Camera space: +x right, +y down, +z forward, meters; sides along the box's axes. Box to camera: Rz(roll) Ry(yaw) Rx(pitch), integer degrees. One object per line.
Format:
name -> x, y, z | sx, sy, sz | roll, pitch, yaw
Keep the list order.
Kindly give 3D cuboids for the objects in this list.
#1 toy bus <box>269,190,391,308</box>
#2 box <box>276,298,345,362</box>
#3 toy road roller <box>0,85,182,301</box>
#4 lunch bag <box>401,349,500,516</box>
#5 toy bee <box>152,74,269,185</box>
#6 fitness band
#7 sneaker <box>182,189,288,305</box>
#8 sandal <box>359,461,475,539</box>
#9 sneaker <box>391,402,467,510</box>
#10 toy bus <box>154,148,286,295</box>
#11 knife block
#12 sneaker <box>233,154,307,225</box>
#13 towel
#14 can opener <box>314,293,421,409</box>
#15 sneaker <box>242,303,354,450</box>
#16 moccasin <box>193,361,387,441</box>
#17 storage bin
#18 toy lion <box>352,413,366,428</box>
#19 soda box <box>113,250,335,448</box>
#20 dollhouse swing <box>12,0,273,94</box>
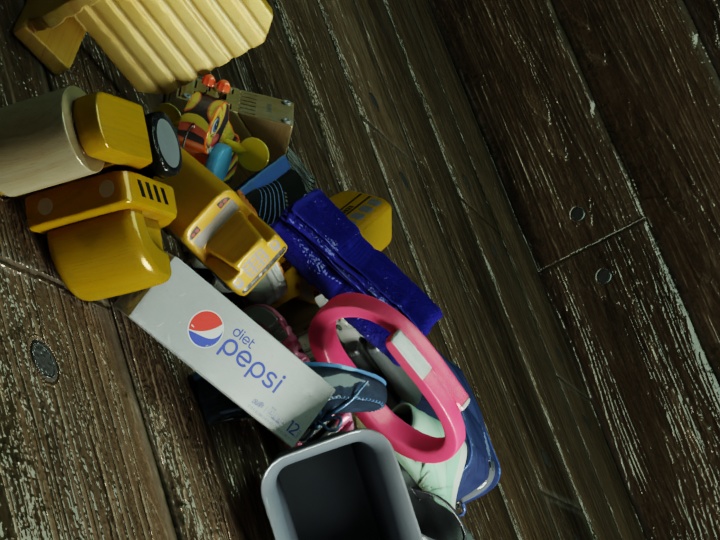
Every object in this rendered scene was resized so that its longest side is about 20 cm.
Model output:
toy bus -> -0.045, -0.020, 1.748 | 0.200, 0.078, 0.066 | -41, 140, -49
box -> -0.049, 0.053, 1.782 | 0.083, 0.068, 0.201 | 59, 16, -26
toy road roller -> -0.222, -0.057, 1.270 | 0.200, 0.122, 0.148 | 18, 59, -71
lunch bag -> 0.083, 0.202, 1.866 | 0.132, 0.135, 0.202 | 35, 33, -61
toy bee -> -0.155, -0.143, 1.622 | 0.130, 0.110, 0.200 | 23, 0, -10
fitness band -> 0.030, 0.108, 1.551 | 0.037, 0.143, 0.201 | -46, 107, -33
sneaker -> -0.133, -0.006, 1.546 | 0.076, 0.092, 0.200 | 53, -10, 23
sandal -> 0.061, 0.251, 1.561 | 0.200, 0.043, 0.077 | 46, 48, -30
sneaker -> 0.049, 0.240, 1.642 | 0.118, 0.073, 0.202 | 39, 46, -36
toy bus -> -0.154, -0.060, 1.415 | 0.200, 0.065, 0.078 | 39, -9, 41
knife block -> -0.142, -0.116, 1.791 | 0.198, 0.177, 0.064 | 13, 29, -9
sneaker -> -0.112, -0.055, 1.656 | 0.078, 0.070, 0.200 | 57, 37, -7
towel -> 0.000, 0.000, 1.615 | 0.200, 0.050, 0.148 | 44, 24, -1
can opener -> 0.013, 0.076, 1.705 | 0.201, 0.052, 0.067 | 58, 36, -37
sneaker -> -0.062, 0.128, 1.596 | 0.201, 0.079, 0.095 | 60, -2, 16
moccasin -> -0.067, 0.129, 1.486 | 0.198, 0.080, 0.069 | 5, 64, -23
storage bin -> -0.025, 0.247, 1.432 | 0.134, 0.144, 0.202 | -164, -124, -81
toy lion -> 0.003, 0.264, 1.652 | 0.201, 0.068, 0.193 | -92, 160, -57
soda box -> -0.119, 0.069, 1.378 | 0.200, 0.068, 0.063 | 41, -8, -22
dollhouse swing -> -0.194, -0.236, 1.500 | 0.177, 0.199, 0.182 | 57, 16, -26
